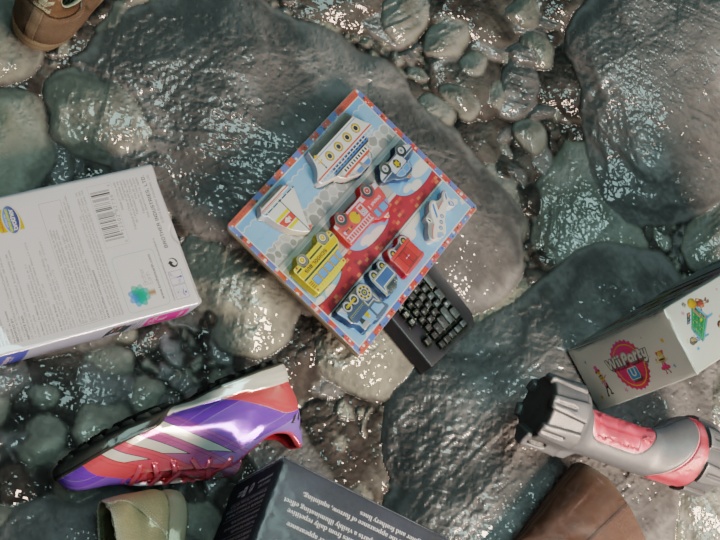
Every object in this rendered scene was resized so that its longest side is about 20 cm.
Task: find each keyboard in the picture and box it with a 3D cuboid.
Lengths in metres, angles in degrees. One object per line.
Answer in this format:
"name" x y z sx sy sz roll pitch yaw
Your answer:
"keyboard" 0.000 0.000 1.246 0.127 0.021 0.200 -40 91 -31

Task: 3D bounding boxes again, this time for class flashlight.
"flashlight" 0.224 0.135 1.255 0.199 0.068 0.068 23 51 -30

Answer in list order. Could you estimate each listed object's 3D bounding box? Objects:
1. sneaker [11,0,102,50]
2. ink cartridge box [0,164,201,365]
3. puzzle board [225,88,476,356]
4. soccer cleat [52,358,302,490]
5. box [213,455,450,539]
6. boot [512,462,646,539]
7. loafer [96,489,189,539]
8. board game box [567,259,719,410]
"sneaker" -0.210 -0.265 1.210 0.070 0.076 0.201 31 62 -12
"ink cartridge box" -0.232 -0.002 1.126 0.199 0.042 0.120 -15 79 -31
"puzzle board" -0.001 -0.046 1.245 0.151 0.017 0.200 44 53 -6
"soccer cleat" -0.131 0.131 1.113 0.199 0.068 0.074 -21 89 -31
"box" -0.045 0.263 1.079 0.148 0.107 0.201 29 61 -14
"boot" 0.185 0.276 1.212 0.200 0.064 0.187 -36 87 -35
"loafer" -0.169 0.248 1.050 0.068 0.076 0.201 15 57 -18
"board game box" 0.301 0.038 1.301 0.199 0.147 0.065 -26 86 -30
